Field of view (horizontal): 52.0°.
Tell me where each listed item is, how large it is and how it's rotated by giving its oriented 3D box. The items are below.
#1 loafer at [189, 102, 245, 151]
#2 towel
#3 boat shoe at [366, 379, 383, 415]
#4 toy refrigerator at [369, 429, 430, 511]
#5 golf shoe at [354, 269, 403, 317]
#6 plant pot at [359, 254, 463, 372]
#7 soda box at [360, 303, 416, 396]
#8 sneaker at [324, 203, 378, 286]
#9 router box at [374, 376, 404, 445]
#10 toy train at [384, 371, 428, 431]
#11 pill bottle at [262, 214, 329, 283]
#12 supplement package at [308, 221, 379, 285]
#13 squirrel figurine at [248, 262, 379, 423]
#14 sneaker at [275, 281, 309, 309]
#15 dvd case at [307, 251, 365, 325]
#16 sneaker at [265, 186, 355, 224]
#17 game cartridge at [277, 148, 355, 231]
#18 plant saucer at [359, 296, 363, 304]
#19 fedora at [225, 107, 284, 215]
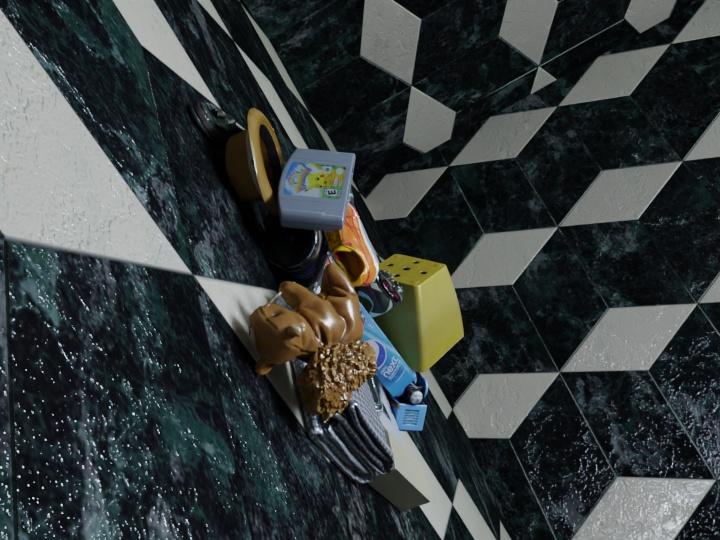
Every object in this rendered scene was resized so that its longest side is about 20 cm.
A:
[{"bbox_3d":[-0.257,-0.276,1.408,0.073,0.062,0.200,65,7,18],"label":"loafer"},{"bbox_3d":[-0.024,0.226,1.195,0.201,0.085,0.167,57,9,-42],"label":"towel"},{"bbox_3d":[-0.013,0.175,1.357,0.073,0.068,0.201,-1,52,-54],"label":"boat shoe"},{"bbox_3d":[0.061,0.372,1.356,0.200,0.069,0.077,53,19,-51],"label":"toy refrigerator"},{"bbox_3d":[0.000,0.000,1.476,0.201,0.088,0.077,51,7,0],"label":"golf shoe"},{"bbox_3d":[0.099,0.077,1.608,0.199,0.198,0.179,-31,126,-50],"label":"plant pot"},{"bbox_3d":[0.025,0.151,1.475,0.201,0.064,0.068,52,-4,-13],"label":"soda box"},{"bbox_3d":[-0.032,-0.064,1.364,0.202,0.073,0.077,59,27,13],"label":"sneaker"},{"bbox_3d":[0.020,0.276,1.466,0.180,0.048,0.202,55,11,-48],"label":"router box"},{"bbox_3d":[0.079,0.271,1.620,0.200,0.085,0.116,-153,-106,-67],"label":"toy train"},{"bbox_3d":[-0.107,-0.038,1.436,0.113,0.111,0.200,65,8,17],"label":"pill bottle"},{"bbox_3d":[-0.055,-0.045,1.689,0.202,0.145,0.191,67,8,28],"label":"supplement package"},{"bbox_3d":[-0.068,0.107,1.054,0.201,0.141,0.186,53,20,10],"label":"squirrel figurine"},{"bbox_3d":[-0.070,0.066,1.292,0.072,0.073,0.199,44,14,30],"label":"sneaker"},{"bbox_3d":[-0.039,0.063,1.265,0.147,0.022,0.200,61,12,-15],"label":"dvd case"},{"bbox_3d":[-0.099,-0.129,1.472,0.075,0.197,0.081,23,60,-64],"label":"sneaker"},{"bbox_3d":[-0.084,-0.154,1.361,0.041,0.131,0.202,87,7,-46],"label":"game cartridge"},{"bbox_3d":[-0.025,0.048,1.541,0.019,0.069,0.204,19,-78,56],"label":"plant saucer"},{"bbox_3d":[-0.200,-0.197,1.382,0.200,0.080,0.204,-11,90,-79],"label":"fedora"}]
